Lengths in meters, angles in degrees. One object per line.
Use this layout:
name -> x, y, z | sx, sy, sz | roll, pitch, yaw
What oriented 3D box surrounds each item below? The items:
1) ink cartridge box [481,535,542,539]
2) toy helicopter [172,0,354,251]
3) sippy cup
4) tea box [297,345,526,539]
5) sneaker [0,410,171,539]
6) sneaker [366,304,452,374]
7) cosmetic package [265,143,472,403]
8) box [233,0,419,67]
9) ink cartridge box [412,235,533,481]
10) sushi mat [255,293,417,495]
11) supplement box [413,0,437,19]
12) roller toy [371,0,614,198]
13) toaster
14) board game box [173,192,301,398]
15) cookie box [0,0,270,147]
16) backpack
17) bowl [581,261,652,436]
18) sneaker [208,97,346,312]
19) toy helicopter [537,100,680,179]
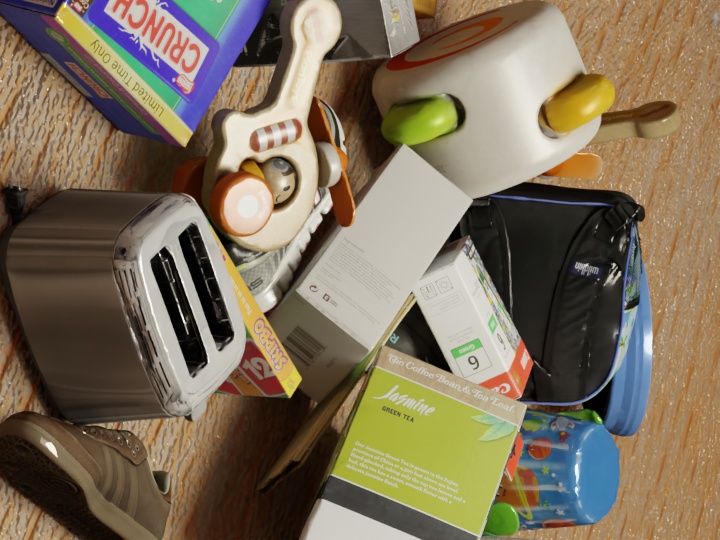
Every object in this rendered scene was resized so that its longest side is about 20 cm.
ink cartridge box -> 0.109, 0.309, 1.832 | 0.083, 0.200, 0.146 | 5, 86, -60
toy helicopter -> -0.052, -0.112, 1.578 | 0.132, 0.079, 0.200 | 14, 95, -35
sippy cup -> 0.175, 0.192, 1.988 | 0.140, 0.130, 0.178 | 47, 52, -46
tea box -> 0.027, 0.203, 1.688 | 0.200, 0.133, 0.197 | 112, 2, -61
sneaker -> -0.199, 0.139, 1.496 | 0.200, 0.070, 0.076 | 58, 44, -51
sneaker -> 0.059, 0.113, 1.886 | 0.079, 0.075, 0.200 | -53, 129, -20
cosmetic package -> 0.000, 0.000, 1.730 | 0.085, 0.108, 0.200 | 39, 51, -3
box -> -0.047, -0.265, 1.631 | 0.048, 0.158, 0.200 | -34, 118, -50
ink cartridge box -> 0.114, 0.076, 1.838 | 0.200, 0.050, 0.109 | 62, 15, -7
sushi mat -> -0.020, 0.103, 1.732 | 0.012, 0.096, 0.200 | 38, 56, -4
supplement box -> -0.009, -0.264, 1.769 | 0.200, 0.066, 0.069 | 7, 85, -55
roller toy -> 0.116, -0.146, 1.833 | 0.182, 0.200, 0.140 | -109, 175, -75
toaster -> -0.169, 0.019, 1.480 | 0.114, 0.129, 0.200 | -44, 125, -47
board game box -> -0.127, 0.020, 1.571 | 0.030, 0.095, 0.200 | -57, 134, -37
cookie box -> -0.150, -0.222, 1.519 | 0.171, 0.075, 0.200 | 46, 68, -47
backpack -> 0.175, 0.019, 1.945 | 0.147, 0.183, 0.200 | -38, 132, -73
bowl -> 0.253, 0.067, 2.088 | 0.201, 0.039, 0.201 | 180, -90, -84
sneaker -> -0.074, -0.065, 1.667 | 0.087, 0.074, 0.200 | 52, 54, -50
toy helicopter -> 0.205, -0.129, 1.966 | 0.132, 0.200, 0.079 | -65, 142, -58
